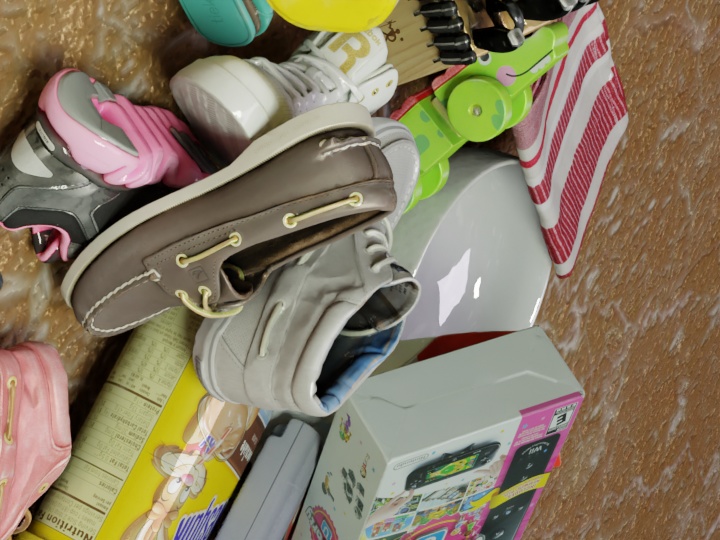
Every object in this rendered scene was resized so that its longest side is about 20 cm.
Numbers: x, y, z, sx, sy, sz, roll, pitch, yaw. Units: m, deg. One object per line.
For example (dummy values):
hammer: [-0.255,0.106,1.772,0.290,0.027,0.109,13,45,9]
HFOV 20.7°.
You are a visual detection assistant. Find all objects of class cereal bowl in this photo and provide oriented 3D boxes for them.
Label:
cereal bowl: [0.050,0.005,1.357,0.200,0.083,0.201,-38,140,-41]

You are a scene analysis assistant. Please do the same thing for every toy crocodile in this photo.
toy crocodile: [0.048,-0.090,1.219,0.200,0.062,0.067,-39,178,28]

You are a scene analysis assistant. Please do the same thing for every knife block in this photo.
knife block: [0.083,-0.170,1.163,0.200,0.174,0.064,-42,112,-59]

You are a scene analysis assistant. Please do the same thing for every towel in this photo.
towel: [0.145,-0.104,1.352,0.200,0.023,0.145,65,42,-54]

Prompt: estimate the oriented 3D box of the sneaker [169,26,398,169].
sneaker: [-0.037,-0.105,1.089,0.116,0.074,0.200,-44,173,-5]

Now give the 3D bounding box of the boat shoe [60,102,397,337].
boat shoe: [-0.070,-0.013,1.022,0.199,0.060,0.072,-30,160,19]

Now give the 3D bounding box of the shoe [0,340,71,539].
shoe: [-0.204,0.135,1.044,0.091,0.071,0.202,-11,115,-50]

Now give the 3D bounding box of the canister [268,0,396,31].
canister: [0.008,-0.235,1.049,0.200,0.086,0.150,-61,152,-51]

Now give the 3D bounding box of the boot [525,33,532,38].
boot: [0.116,-0.200,1.357,0.165,0.065,0.202,4,96,-74]

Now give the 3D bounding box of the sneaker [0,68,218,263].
sneaker: [-0.133,-0.040,1.061,0.095,0.079,0.200,-44,154,10]

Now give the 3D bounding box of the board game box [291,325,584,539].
board game box: [0.041,0.137,1.230,0.147,0.064,0.201,-15,144,-28]

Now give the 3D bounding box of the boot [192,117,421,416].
boot: [0.000,0.000,1.072,0.201,0.095,0.074,-56,137,-26]

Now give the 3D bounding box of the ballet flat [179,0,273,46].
ballet flat: [-0.090,-0.199,1.023,0.200,0.067,0.071,61,39,-56]

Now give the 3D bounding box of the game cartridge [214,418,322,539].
game cartridge: [-0.076,0.192,1.243,0.134,0.041,0.200,-58,172,-32]

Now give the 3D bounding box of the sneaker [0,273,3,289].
sneaker: [-0.254,0.036,0.920,0.199,0.070,0.082,-22,148,-51]

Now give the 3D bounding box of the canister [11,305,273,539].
canister: [-0.114,0.107,1.137,0.201,0.086,0.149,-63,168,-11]

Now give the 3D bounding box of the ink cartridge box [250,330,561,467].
ink cartridge box: [0.028,0.110,1.284,0.161,0.198,0.048,76,11,-51]
